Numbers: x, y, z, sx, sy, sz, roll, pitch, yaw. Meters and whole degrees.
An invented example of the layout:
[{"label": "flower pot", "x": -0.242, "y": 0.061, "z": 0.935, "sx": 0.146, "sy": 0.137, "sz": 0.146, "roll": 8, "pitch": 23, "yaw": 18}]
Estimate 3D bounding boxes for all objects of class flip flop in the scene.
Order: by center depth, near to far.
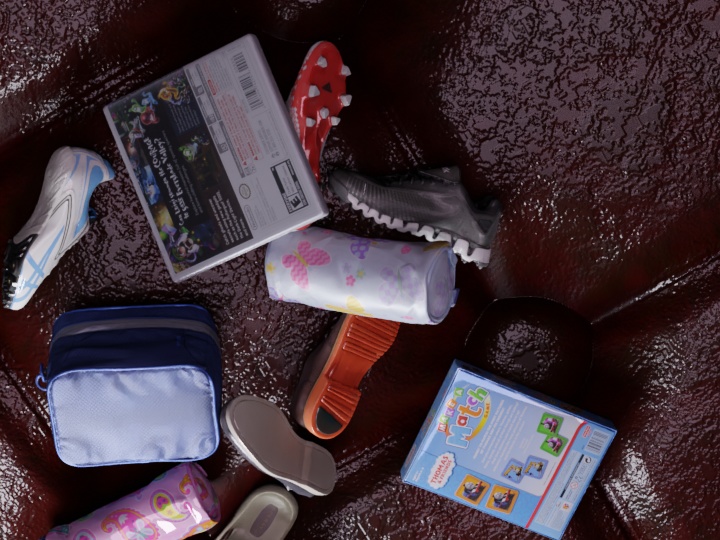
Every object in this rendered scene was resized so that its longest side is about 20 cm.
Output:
[{"label": "flip flop", "x": -0.135, "y": 0.335, "z": 1.714, "sx": 0.081, "sy": 0.058, "sz": 0.200, "roll": 30, "pitch": 104, "yaw": -12}]

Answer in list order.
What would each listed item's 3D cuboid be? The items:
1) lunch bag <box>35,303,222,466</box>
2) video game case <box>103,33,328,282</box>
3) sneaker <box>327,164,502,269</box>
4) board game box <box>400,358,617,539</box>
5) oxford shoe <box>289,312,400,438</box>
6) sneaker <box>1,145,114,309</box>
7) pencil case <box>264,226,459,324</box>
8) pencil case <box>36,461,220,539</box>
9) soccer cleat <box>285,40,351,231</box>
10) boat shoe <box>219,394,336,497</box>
[{"label": "lunch bag", "x": -0.247, "y": 0.117, "z": 1.601, "sx": 0.200, "sy": 0.132, "sz": 0.136, "roll": -1, "pitch": 123, "yaw": -4}, {"label": "video game case", "x": -0.149, "y": -0.113, "z": 1.534, "sx": 0.182, "sy": 0.023, "sz": 0.200, "roll": -24, "pitch": 87, "yaw": 16}, {"label": "sneaker", "x": 0.064, "y": -0.080, "z": 1.591, "sx": 0.200, "sy": 0.066, "sz": 0.091, "roll": 23, "pitch": 102, "yaw": -14}, {"label": "board game box", "x": 0.167, "y": 0.205, "z": 1.702, "sx": 0.200, "sy": 0.037, "sz": 0.151, "roll": 22, "pitch": 105, "yaw": -11}, {"label": "oxford shoe", "x": -0.020, "y": 0.080, "z": 1.635, "sx": 0.071, "sy": 0.073, "sz": 0.200, "roll": 34, "pitch": 83, "yaw": -37}, {"label": "sneaker", "x": -0.322, "y": -0.038, "z": 1.579, "sx": 0.072, "sy": 0.072, "sz": 0.200, "roll": 19, "pitch": 113, "yaw": -30}, {"label": "pencil case", "x": 0.000, "y": 0.000, "z": 1.563, "sx": 0.200, "sy": 0.083, "sz": 0.091, "roll": 7, "pitch": 75, "yaw": 22}, {"label": "pencil case", "x": -0.257, "y": 0.286, "z": 1.680, "sx": 0.200, "sy": 0.087, "sz": 0.088, "roll": -27, "pitch": 108, "yaw": 6}, {"label": "soccer cleat", "x": -0.066, "y": -0.141, "z": 1.561, "sx": 0.069, "sy": 0.085, "sz": 0.200, "roll": 7, "pitch": 93, "yaw": -48}, {"label": "boat shoe", "x": -0.102, "y": 0.196, "z": 1.631, "sx": 0.063, "sy": 0.073, "sz": 0.200, "roll": -8, "pitch": 148, "yaw": 31}]
